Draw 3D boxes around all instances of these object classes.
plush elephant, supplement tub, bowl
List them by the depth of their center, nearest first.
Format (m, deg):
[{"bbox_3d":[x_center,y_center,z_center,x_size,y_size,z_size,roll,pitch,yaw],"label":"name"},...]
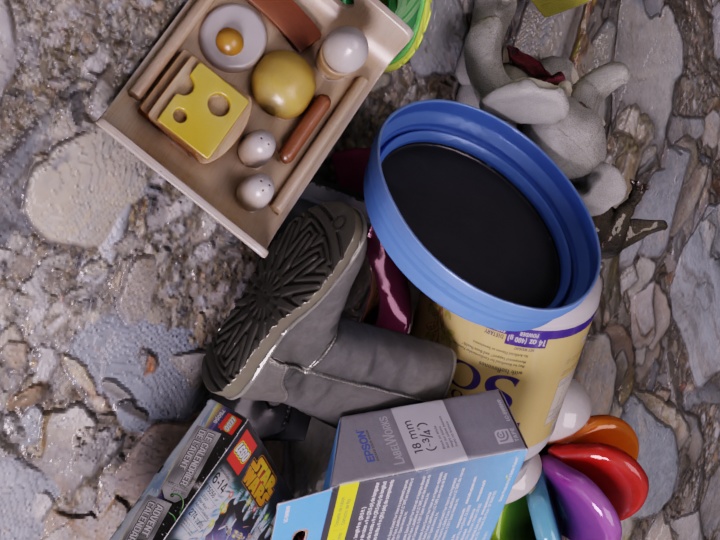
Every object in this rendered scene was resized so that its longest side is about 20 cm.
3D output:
[{"bbox_3d":[0.090,-0.041,1.002,0.199,0.202,0.039,-16,154,-44],"label":"bowl"},{"bbox_3d":[0.109,0.071,1.117,0.144,0.145,0.202,-21,135,-42],"label":"supplement tub"},{"bbox_3d":[0.157,-0.135,1.131,0.201,0.154,0.165,-58,136,-19],"label":"plush elephant"}]

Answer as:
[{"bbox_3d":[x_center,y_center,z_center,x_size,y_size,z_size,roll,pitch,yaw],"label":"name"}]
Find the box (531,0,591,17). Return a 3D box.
[{"bbox_3d":[0.132,-0.304,1.122,0.200,0.050,0.076,40,46,-46],"label":"box"}]

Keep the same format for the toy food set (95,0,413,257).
[{"bbox_3d":[-0.069,-0.130,0.906,0.143,0.060,0.201,37,70,-11],"label":"toy food set"}]

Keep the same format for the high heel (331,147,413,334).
[{"bbox_3d":[0.000,0.000,1.091,0.095,0.067,0.203,10,101,-15],"label":"high heel"}]

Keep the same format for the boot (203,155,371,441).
[{"bbox_3d":[-0.080,0.023,0.993,0.163,0.065,0.203,17,98,-36],"label":"boot"}]

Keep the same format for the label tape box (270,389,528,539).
[{"bbox_3d":[0.014,0.171,1.015,0.197,0.064,0.145,-8,140,-20],"label":"label tape box"}]

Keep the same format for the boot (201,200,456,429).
[{"bbox_3d":[0.004,0.048,0.962,0.198,0.073,0.182,22,122,-37],"label":"boot"}]

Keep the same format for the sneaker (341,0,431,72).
[{"bbox_3d":[0.026,-0.251,1.003,0.083,0.073,0.203,-1,106,-54],"label":"sneaker"}]

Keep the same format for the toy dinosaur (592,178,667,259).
[{"bbox_3d":[0.232,-0.051,1.317,0.199,0.077,0.104,12,104,-53],"label":"toy dinosaur"}]

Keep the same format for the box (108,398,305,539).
[{"bbox_3d":[-0.107,0.203,0.983,0.138,0.039,0.201,-55,151,-22],"label":"box"}]

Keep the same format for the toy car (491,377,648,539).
[{"bbox_3d":[0.195,0.213,1.276,0.200,0.149,0.177,-42,129,-32],"label":"toy car"}]
